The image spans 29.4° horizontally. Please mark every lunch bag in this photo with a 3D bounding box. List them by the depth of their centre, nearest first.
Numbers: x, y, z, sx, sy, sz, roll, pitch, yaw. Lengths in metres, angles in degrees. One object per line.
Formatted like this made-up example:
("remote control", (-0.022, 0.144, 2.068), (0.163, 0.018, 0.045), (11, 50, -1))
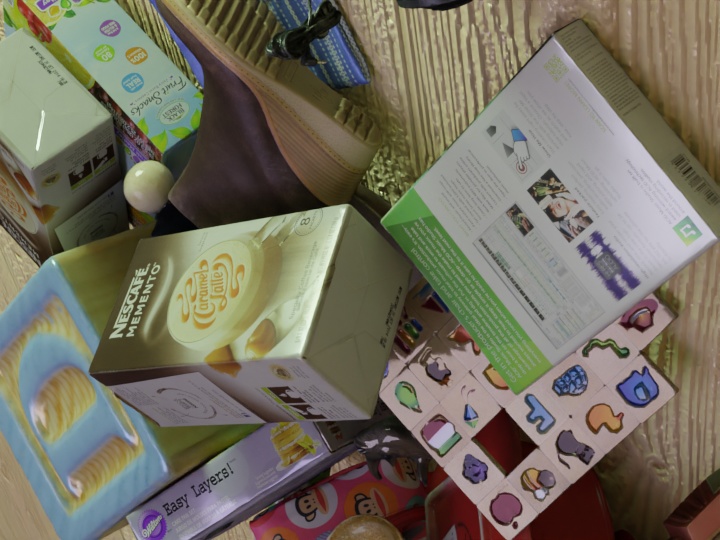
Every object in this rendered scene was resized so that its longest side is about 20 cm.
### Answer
("lunch bag", (-0.001, 0.228, 1.199), (0.200, 0.175, 0.082), (79, 165, -67))

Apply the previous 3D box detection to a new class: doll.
("doll", (-0.107, -0.005, 1.057), (0.200, 0.136, 0.048), (47, 179, -13))

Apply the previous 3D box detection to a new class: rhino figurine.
("rhino figurine", (0.054, 0.086, 0.988), (0.087, 0.060, 0.201), (23, 122, -9))

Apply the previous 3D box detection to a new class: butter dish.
("butter dish", (0.139, 0.218, 1.025), (0.200, 0.146, 0.202), (123, 146, -61))

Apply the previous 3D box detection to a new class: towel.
("towel", (-0.085, -0.182, 0.975), (0.199, 0.024, 0.146), (-1, 125, 55))

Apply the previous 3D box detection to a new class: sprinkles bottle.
("sprinkles bottle", (0.027, 0.254, 1.095), (0.068, 0.068, 0.200), (32, 167, 28))

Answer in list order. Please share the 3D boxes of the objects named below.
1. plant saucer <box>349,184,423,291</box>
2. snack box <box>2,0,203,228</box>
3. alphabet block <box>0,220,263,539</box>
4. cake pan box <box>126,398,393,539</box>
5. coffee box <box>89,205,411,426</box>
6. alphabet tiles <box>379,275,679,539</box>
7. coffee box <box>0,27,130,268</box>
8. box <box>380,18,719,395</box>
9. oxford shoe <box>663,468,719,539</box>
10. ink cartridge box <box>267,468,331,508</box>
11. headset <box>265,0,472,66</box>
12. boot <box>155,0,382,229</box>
("plant saucer", (0.000, 0.000, 1.063), (0.200, 0.032, 0.201), (35, 149, 25))
("snack box", (-0.211, -0.141, 1.142), (0.200, 0.068, 0.169), (48, 156, 10))
("alphabet block", (-0.174, 0.085, 1.149), (0.195, 0.199, 0.198), (-37, 80, 43))
("cake pan box", (-0.068, 0.157, 1.113), (0.183, 0.200, 0.053), (-33, 81, 20))
("coffee box", (-0.076, 0.036, 0.926), (0.199, 0.115, 0.080), (-8, 143, 38))
("alphabet tiles", (0.104, 0.057, 0.895), (0.167, 0.008, 0.200), (48, 119, 10))
("coffee box", (-0.258, -0.085, 1.122), (0.114, 0.080, 0.201), (44, 157, 18))
("box", (0.110, -0.030, 0.812), (0.145, 0.036, 0.200), (52, 137, 7))
("oxford shoe", (0.201, 0.219, 0.880), (0.075, 0.200, 0.070), (43, 180, 1))
("ink cartridge box", (-0.092, 0.099, 1.272), (0.147, 0.075, 0.202), (30, 125, 32))
("headset", (0.018, -0.187, 0.750), (0.124, 0.094, 0.200), (50, 140, 0))
("boot", (-0.098, -0.098, 0.961), (0.200, 0.073, 0.166), (42, 129, -8))
